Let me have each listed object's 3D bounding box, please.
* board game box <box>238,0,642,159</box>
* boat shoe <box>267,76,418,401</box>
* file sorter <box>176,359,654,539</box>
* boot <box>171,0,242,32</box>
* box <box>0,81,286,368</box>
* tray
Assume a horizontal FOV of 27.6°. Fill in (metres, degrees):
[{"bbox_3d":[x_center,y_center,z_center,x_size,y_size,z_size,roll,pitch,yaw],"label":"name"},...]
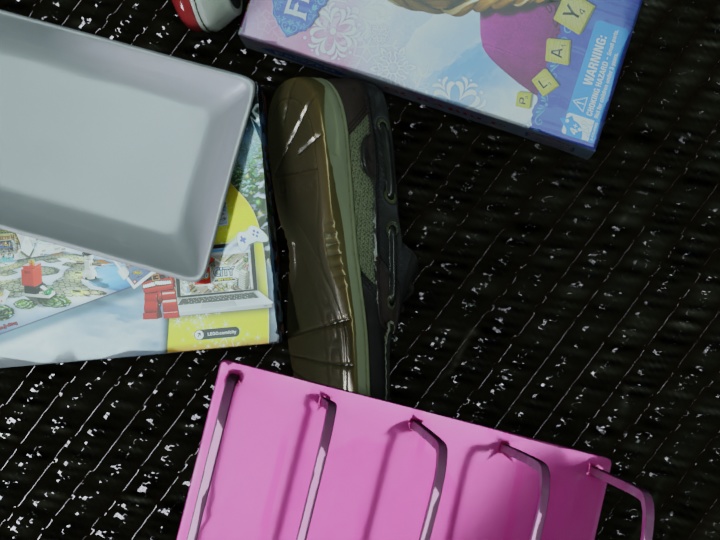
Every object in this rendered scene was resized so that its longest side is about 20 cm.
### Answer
[{"bbox_3d":[0.059,-0.186,0.774,0.197,0.041,0.202,17,89,3],"label":"board game box"},{"bbox_3d":[-0.001,-0.001,0.757,0.065,0.072,0.203,-11,96,-30],"label":"boat shoe"},{"bbox_3d":[0.015,0.133,0.656,0.198,0.125,0.141,14,86,-4],"label":"file sorter"},{"bbox_3d":[-0.151,-0.199,0.773,0.143,0.072,0.202,-22,79,2],"label":"boot"},{"bbox_3d":[-0.144,-0.021,0.779,0.198,0.038,0.138,-5,87,3],"label":"box"},{"bbox_3d":[-0.160,-0.071,0.752,0.198,0.022,0.109,16,89,4],"label":"tray"}]
